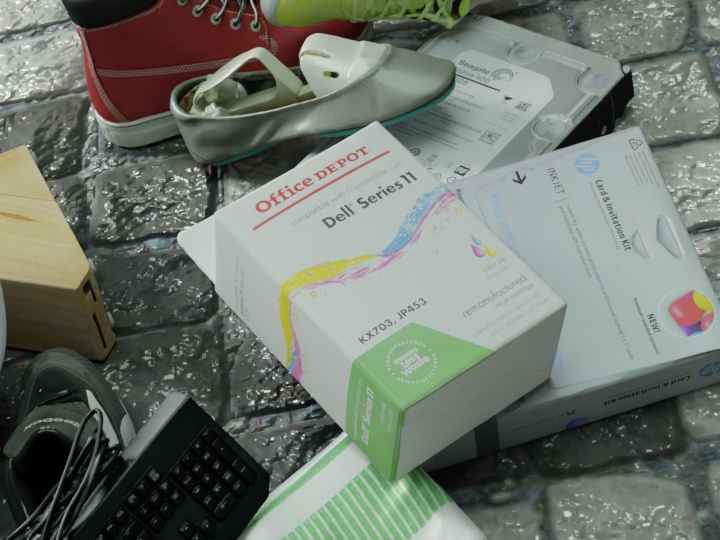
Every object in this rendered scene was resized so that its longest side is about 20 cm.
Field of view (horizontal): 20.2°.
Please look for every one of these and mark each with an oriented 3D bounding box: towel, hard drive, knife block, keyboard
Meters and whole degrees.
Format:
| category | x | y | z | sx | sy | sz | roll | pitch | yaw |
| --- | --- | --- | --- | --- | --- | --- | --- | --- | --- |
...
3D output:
| category | x | y | z | sx | sy | sz | roll | pitch | yaw |
| --- | --- | --- | --- | --- | --- | --- | --- | --- | --- |
| towel | 0.003 | 0.176 | 1.003 | 0.152 | 0.023 | 0.200 | -39 | 48 | -8 |
| hard drive | 0.062 | -0.080 | 1.267 | 0.139 | 0.038 | 0.200 | 24 | 54 | 33 |
| knife block | -0.262 | 0.003 | 1.241 | 0.175 | 0.064 | 0.200 | -25 | 45 | -11 |
| keyboard | -0.131 | 0.151 | 0.998 | 0.200 | 0.104 | 0.040 | -53 | 19 | -18 |

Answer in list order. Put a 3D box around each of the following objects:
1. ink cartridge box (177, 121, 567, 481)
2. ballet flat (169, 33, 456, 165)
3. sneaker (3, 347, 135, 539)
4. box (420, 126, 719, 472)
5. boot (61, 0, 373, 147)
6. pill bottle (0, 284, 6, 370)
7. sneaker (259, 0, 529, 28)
| category | x | y | z | sx | sy | sz | roll | pitch | yaw |
| --- | --- | --- | --- | --- | --- | --- | --- | --- | --- |
| ink cartridge box | 0.000 | 0.000 | 1.078 | 0.117 | 0.068 | 0.200 | -31 | 59 | -25 |
| ballet flat | -0.036 | -0.114 | 1.263 | 0.199 | 0.064 | 0.068 | -12 | 31 | 32 |
| sneaker | -0.157 | 0.099 | 1.094 | 0.066 | 0.091 | 0.201 | -13 | 43 | -2 |
| box | 0.090 | 0.016 | 1.131 | 0.198 | 0.041 | 0.157 | -18 | 58 | -3 |
| boot | -0.091 | -0.174 | 1.324 | 0.199 | 0.145 | 0.073 | -19 | 41 | -8 |
| pill bottle | -0.304 | 0.035 | 1.106 | 0.198 | 0.117 | 0.117 | -12 | 42 | 18 |
| sneaker | 0.031 | -0.194 | 1.305 | 0.199 | 0.076 | 0.077 | -19 | 56 | -20 |
